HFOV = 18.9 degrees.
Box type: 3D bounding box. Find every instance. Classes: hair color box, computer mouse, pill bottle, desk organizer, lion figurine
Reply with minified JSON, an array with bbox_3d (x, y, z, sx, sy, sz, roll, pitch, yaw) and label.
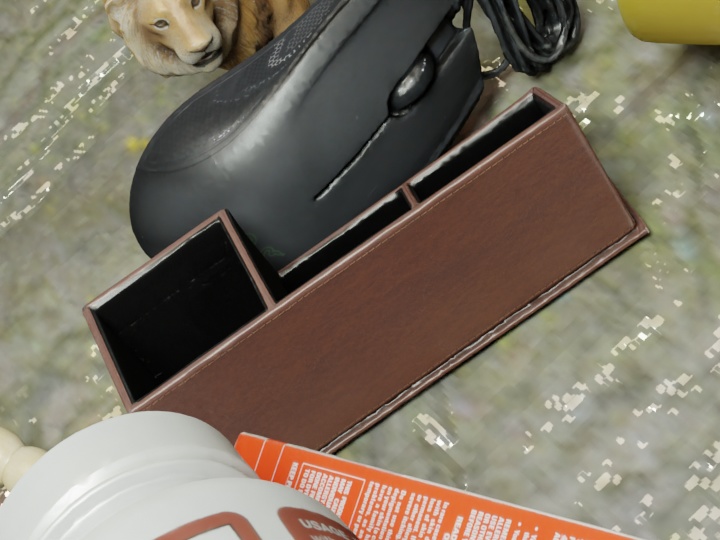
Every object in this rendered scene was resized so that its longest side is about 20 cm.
[{"bbox_3d":[0.056,0.108,0.657,0.199,0.111,0.064,12,79,43],"label":"hair color box"},{"bbox_3d":[-0.008,-0.063,0.856,0.200,0.138,0.053,-44,39,8],"label":"computer mouse"},{"bbox_3d":[-0.026,0.127,0.564,0.112,0.112,0.200,-39,43,-2],"label":"pill bottle"},{"bbox_3d":[0.000,0.000,0.823,0.199,0.077,0.072,-35,43,3],"label":"desk organizer"},{"bbox_3d":[-0.021,-0.149,0.929,0.072,0.123,0.200,26,70,44],"label":"lion figurine"}]

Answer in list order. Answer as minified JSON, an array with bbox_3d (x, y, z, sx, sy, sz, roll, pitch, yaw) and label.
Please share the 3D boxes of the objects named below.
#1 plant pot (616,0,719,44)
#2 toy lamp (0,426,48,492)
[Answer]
[{"bbox_3d":[0.195,-0.180,0.780,0.187,0.201,0.202,4,55,16],"label":"plant pot"},{"bbox_3d":[-0.144,0.068,0.837,0.199,0.058,0.058,28,70,19],"label":"toy lamp"}]
